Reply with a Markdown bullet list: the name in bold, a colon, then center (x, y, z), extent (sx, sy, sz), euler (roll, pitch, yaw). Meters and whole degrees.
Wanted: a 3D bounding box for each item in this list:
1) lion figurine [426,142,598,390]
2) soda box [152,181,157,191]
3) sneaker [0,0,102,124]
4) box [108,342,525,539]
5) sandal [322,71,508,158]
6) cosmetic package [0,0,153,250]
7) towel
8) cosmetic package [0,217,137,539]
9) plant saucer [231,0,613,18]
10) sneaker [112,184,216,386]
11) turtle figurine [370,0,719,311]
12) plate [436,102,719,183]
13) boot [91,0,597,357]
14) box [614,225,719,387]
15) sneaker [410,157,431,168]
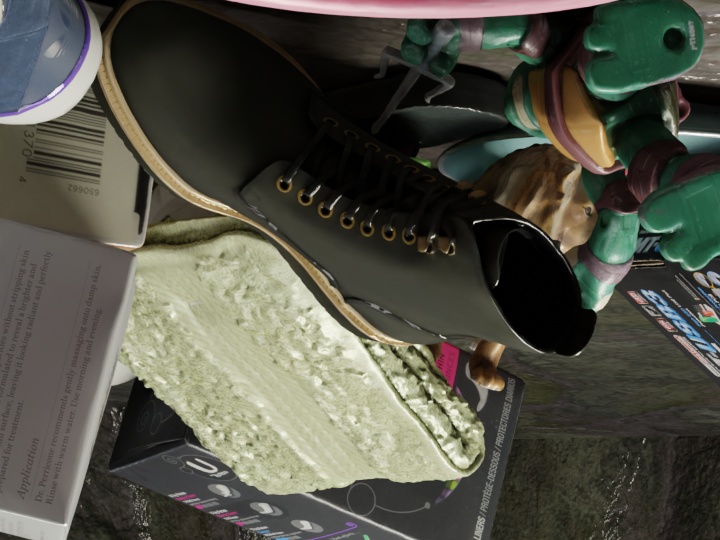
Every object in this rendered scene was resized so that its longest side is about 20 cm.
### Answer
- **lion figurine**: center (0.067, -0.011, 1.023), extent (0.072, 0.123, 0.200), euler (19, -174, -9)
- **soda box**: center (-0.127, -0.033, 1.159), extent (0.067, 0.065, 0.200), euler (5, 171, -19)
- **sneaker**: center (-0.200, -0.099, 0.697), extent (0.198, 0.081, 0.146), euler (2, 166, 19)
- **box**: center (-0.023, 0.088, 1.161), extent (0.199, 0.123, 0.106), euler (25, 155, -24)
- **sandal**: center (-0.005, -0.058, 0.996), extent (0.075, 0.048, 0.200), euler (8, 171, -31)
- **cosmetic package**: center (-0.170, -0.052, 0.901), extent (0.087, 0.104, 0.199), euler (10, 171, -31)
- **towel**: center (-0.043, 0.042, 0.956), extent (0.148, 0.037, 0.200), euler (-10, 136, 34)
- **cosmetic package**: center (-0.195, 0.027, 0.779), extent (0.198, 0.114, 0.081), euler (16, 165, -5)
- **plant saucer**: center (0.007, -0.118, 0.561), extent (0.199, 0.051, 0.201), euler (2, 171, 0)
- **sneaker**: center (-0.105, 0.020, 1.042), extent (0.073, 0.081, 0.200), euler (9, 150, -27)
- **turtle figurine**: center (0.083, -0.059, 0.807), extent (0.150, 0.101, 0.200), euler (49, 170, -15)
- **plate**: center (0.138, -0.060, 1.024), extent (0.198, 0.026, 0.200), euler (3, 172, 0)
- **boot**: center (-0.003, -0.040, 0.797), extent (0.200, 0.078, 0.138), euler (38, 166, -28)
- **box**: center (0.245, 0.040, 1.048), extent (0.200, 0.050, 0.198), euler (42, 164, -18)
- **sneaker**: center (0.000, 0.000, 0.979), extent (0.076, 0.084, 0.200), euler (-5, 161, -1)
